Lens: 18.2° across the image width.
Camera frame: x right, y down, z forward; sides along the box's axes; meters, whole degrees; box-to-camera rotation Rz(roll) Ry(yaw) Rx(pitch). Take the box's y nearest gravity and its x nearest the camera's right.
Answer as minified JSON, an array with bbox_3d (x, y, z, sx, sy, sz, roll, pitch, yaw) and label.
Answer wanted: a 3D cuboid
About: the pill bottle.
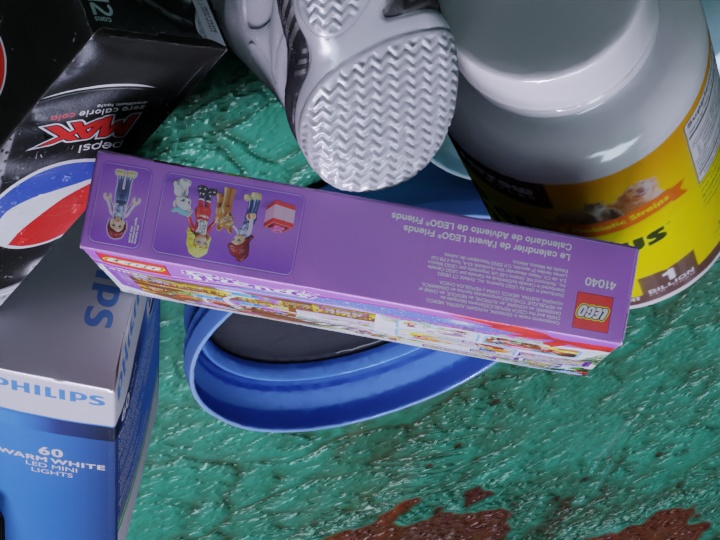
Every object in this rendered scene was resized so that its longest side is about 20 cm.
[{"bbox_3d":[0.089,-0.066,0.895,0.109,0.110,0.200,-23,154,6],"label":"pill bottle"}]

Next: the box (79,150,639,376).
[{"bbox_3d":[0.000,0.000,0.863,0.199,0.039,0.137,10,173,1],"label":"box"}]

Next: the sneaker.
[{"bbox_3d":[-0.011,-0.138,0.802,0.075,0.115,0.201,-8,116,-24],"label":"sneaker"}]

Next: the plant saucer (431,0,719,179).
[{"bbox_3d":[0.111,-0.106,0.989,0.199,0.028,0.200,-17,153,-9],"label":"plant saucer"}]

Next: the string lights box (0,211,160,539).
[{"bbox_3d":[-0.127,0.052,1.019,0.059,0.103,0.200,11,149,1],"label":"string lights box"}]

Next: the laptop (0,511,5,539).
[{"bbox_3d":[-0.244,0.143,1.116,0.186,0.116,0.201,11,125,9],"label":"laptop"}]

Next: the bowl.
[{"bbox_3d":[0.005,0.014,1.121,0.200,0.040,0.201,-16,152,-9],"label":"bowl"}]

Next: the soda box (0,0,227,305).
[{"bbox_3d":[-0.138,-0.054,0.866,0.063,0.071,0.200,1,146,-43],"label":"soda box"}]
